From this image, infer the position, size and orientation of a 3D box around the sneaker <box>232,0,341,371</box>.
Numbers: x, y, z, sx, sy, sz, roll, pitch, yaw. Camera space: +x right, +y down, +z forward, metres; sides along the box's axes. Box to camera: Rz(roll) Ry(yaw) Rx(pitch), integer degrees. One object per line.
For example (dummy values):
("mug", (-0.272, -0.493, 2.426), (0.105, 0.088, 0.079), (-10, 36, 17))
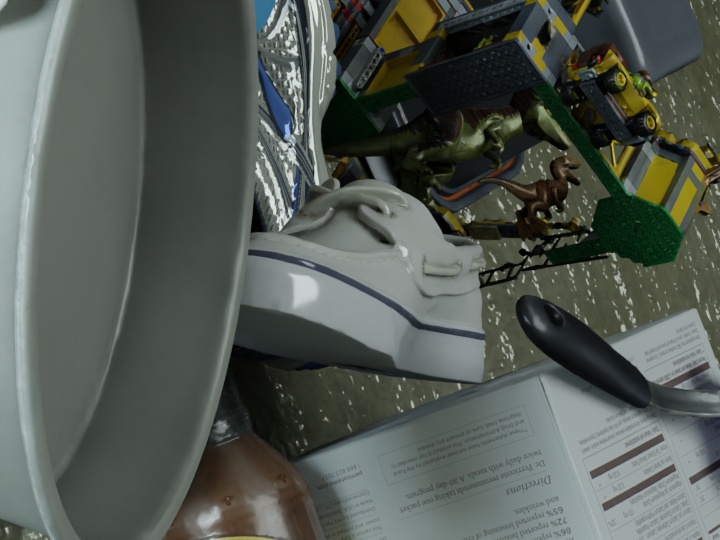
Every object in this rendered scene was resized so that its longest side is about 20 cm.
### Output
("sneaker", (-0.054, -0.060, 0.940), (0.085, 0.077, 0.200), (-2, 73, -54))

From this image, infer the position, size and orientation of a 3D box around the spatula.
("spatula", (0.113, 0.044, 0.890), (0.200, 0.021, 0.057), (23, 39, -47))

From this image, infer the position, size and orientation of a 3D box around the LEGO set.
("LEGO set", (0.059, -0.074, 1.010), (0.154, 0.200, 0.116), (46, 50, -19))

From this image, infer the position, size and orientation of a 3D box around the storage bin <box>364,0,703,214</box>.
("storage bin", (0.062, -0.140, 1.117), (0.146, 0.134, 0.200), (-29, 97, -60))

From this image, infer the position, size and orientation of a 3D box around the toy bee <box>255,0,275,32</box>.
("toy bee", (-0.078, -0.133, 0.873), (0.200, 0.131, 0.109), (-85, 161, -46))

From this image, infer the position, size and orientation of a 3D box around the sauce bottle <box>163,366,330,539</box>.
("sauce bottle", (-0.038, 0.112, 0.869), (0.065, 0.065, 0.200), (-15, 83, -60))

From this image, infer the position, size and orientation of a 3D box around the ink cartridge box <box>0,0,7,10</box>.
("ink cartridge box", (-0.192, -0.075, 0.597), (0.067, 0.200, 0.117), (-29, 96, -60))

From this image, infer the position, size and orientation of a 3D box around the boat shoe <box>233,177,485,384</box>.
("boat shoe", (0.000, 0.000, 0.863), (0.200, 0.072, 0.066), (17, 79, -64))

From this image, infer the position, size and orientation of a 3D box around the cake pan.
("cake pan", (-0.070, -0.018, 0.669), (0.200, 0.037, 0.201), (6, 90, -78))

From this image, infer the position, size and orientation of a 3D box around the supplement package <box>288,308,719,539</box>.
("supplement package", (0.071, 0.141, 0.936), (0.151, 0.152, 0.200), (-17, 86, -60))

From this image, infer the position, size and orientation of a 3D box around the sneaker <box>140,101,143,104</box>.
("sneaker", (-0.090, -0.030, 0.780), (0.076, 0.114, 0.200), (-19, 90, -58))
